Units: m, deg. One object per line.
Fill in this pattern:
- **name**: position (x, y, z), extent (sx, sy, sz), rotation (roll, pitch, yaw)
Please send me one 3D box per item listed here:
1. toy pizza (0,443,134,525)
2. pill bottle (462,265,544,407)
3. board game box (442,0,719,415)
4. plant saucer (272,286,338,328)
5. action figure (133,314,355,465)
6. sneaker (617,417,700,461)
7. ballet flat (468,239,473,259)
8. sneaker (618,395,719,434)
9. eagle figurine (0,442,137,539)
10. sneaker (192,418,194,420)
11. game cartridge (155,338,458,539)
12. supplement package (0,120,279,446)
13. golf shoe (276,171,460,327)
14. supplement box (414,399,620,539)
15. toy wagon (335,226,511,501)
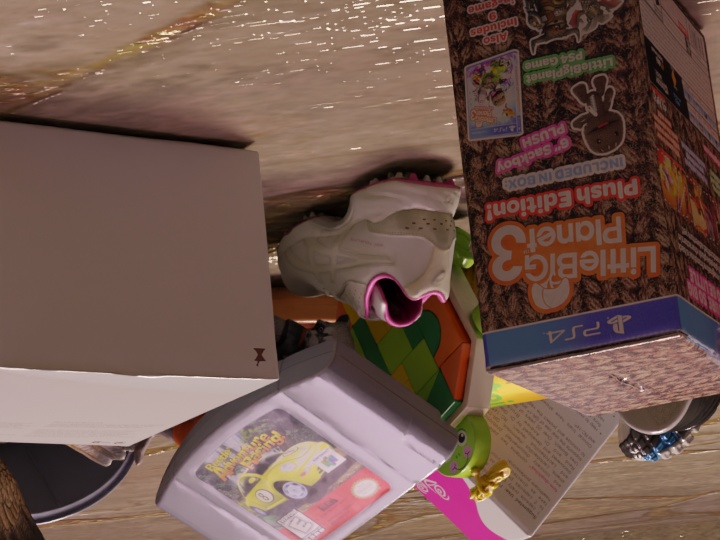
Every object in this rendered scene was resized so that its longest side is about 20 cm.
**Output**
- **toy pizza**: position (-0.277, 0.138, 1.477), extent (0.199, 0.201, 0.032), rotation (-2, 130, -12)
- **pill bottle**: position (0.126, 0.044, 1.406), extent (0.199, 0.112, 0.111), rotation (-10, 164, 16)
- **board game box**: position (0.123, -0.041, 0.930), extent (0.096, 0.201, 0.159), rotation (-12, 163, 22)
- **plant saucer**: position (-0.070, 0.051, 1.503), extent (0.199, 0.038, 0.200), rotation (-5, 164, -2)
- **action figure**: position (-0.096, 0.060, 1.303), extent (0.192, 0.105, 0.201), rotation (-10, 127, 12)
- **sneaker**: position (0.231, 0.073, 1.454), extent (0.086, 0.200, 0.075), rotation (-3, 129, 35)
- **ballet flat**: position (0.173, -0.013, 1.281), extent (0.199, 0.072, 0.072), rotation (-1, 164, -22)
- **sneaker**: position (0.239, 0.025, 1.279), extent (0.070, 0.201, 0.099), rotation (26, 176, 19)
- **eagle figurine**: position (-0.285, 0.112, 1.385), extent (0.199, 0.153, 0.151), rotation (28, -157, 31)
- **sneaker**: position (-0.158, 0.070, 1.399), extent (0.199, 0.075, 0.116), rotation (-6, 132, 33)
- **game cartridge**: position (-0.046, 0.132, 1.266), extent (0.133, 0.041, 0.200), rotation (38, 124, -18)
- **supplement package**: position (-0.184, 0.016, 1.123), extent (0.190, 0.148, 0.200), rotation (5, 161, -34)
- **golf shoe**: position (0.000, 0.000, 1.244), extent (0.075, 0.092, 0.200), rotation (2, 165, -27)
- **supplement box**: position (0.145, 0.125, 1.527), extent (0.103, 0.200, 0.101), rotation (42, 155, -3)
- **toy wagon**: position (0.047, 0.072, 1.300), extent (0.039, 0.201, 0.155), rotation (9, 133, -39)
